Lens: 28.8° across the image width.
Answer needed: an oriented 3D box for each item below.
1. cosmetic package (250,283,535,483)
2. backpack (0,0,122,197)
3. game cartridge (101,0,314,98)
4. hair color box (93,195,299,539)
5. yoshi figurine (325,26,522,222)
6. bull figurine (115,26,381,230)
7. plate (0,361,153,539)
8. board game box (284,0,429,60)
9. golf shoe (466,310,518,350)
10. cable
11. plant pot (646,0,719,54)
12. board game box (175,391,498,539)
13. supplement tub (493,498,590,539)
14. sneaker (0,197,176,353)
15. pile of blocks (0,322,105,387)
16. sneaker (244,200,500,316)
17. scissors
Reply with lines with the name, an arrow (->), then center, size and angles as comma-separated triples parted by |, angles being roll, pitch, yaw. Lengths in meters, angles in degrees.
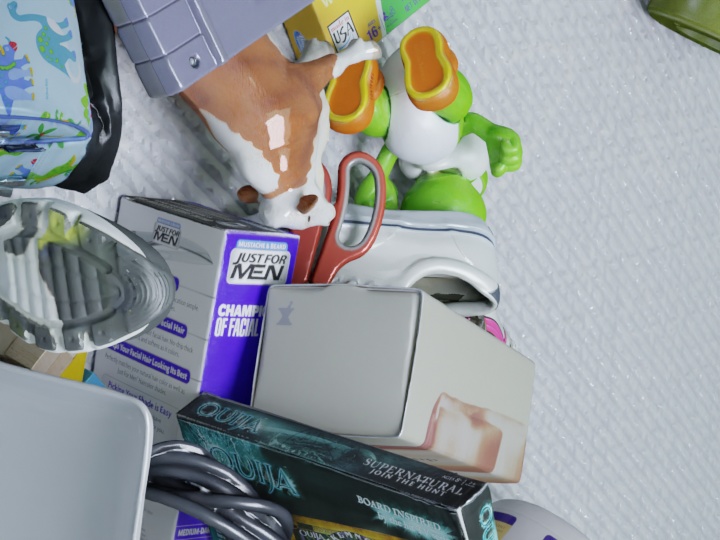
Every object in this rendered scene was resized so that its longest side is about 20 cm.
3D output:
cosmetic package -> 0.026, 0.074, 0.862 | 0.200, 0.103, 0.087 | 31, 64, -59
backpack -> -0.218, -0.114, 0.682 | 0.200, 0.154, 0.163 | -6, 86, -28
game cartridge -> -0.072, -0.192, 0.761 | 0.200, 0.038, 0.130 | -44, 121, -44
hair color box -> -0.109, 0.063, 0.856 | 0.065, 0.109, 0.200 | 1, 102, -44
yoshi figurine -> 0.047, -0.073, 0.952 | 0.112, 0.112, 0.200 | -51, 153, -4
bull figurine -> -0.065, -0.119, 0.832 | 0.200, 0.065, 0.121 | 47, 60, -13
plate -> -0.189, 0.140, 0.747 | 0.032, 0.200, 0.200 | -13, 112, -58
board game box -> -0.010, -0.253, 0.903 | 0.153, 0.040, 0.200 | -42, 128, -27
golf shoe -> 0.082, 0.064, 1.071 | 0.092, 0.073, 0.200 | -33, 133, -40
cable -> -0.110, 0.167, 0.785 | 0.051, 0.163, 0.200 | -48, 146, -48
plant pot -> 0.331, -0.270, 1.139 | 0.200, 0.200, 0.193 | 17, 103, -45
board game box -> -0.009, 0.148, 0.758 | 0.028, 0.200, 0.135 | -36, 126, -40
supplement tub -> 0.103, 0.297, 1.105 | 0.200, 0.145, 0.145 | -47, 130, -23
sneaker -> -0.163, -0.008, 0.728 | 0.085, 0.200, 0.075 | -13, 109, -52
pile of blocks -> -0.198, 0.103, 0.823 | 0.082, 0.062, 0.200 | -2, 112, -56
sneaker -> 0.000, 0.000, 0.916 | 0.200, 0.071, 0.073 | -3, 140, -14
scissors -> -0.030, 0.020, 0.877 | 0.073, 0.014, 0.200 | 9, 82, -6
